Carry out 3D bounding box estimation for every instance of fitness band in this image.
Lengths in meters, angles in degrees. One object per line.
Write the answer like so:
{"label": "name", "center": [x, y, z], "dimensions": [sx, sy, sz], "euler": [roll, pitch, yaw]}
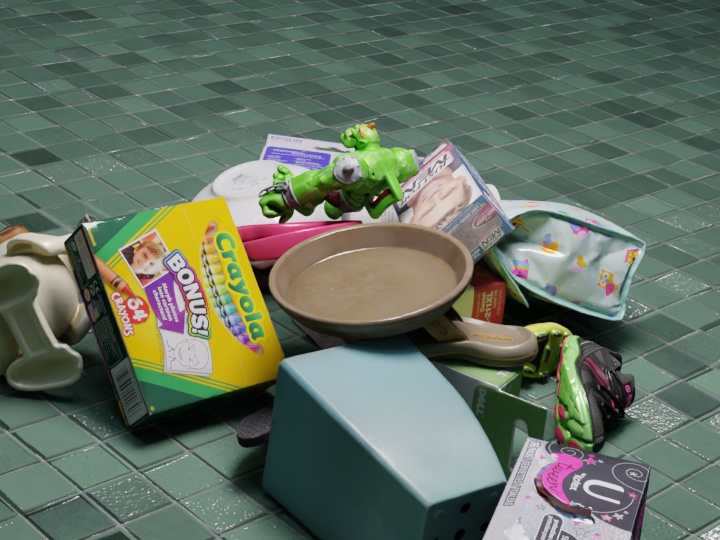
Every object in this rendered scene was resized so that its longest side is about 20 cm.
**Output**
{"label": "fitness band", "center": [-0.070, -0.033, 1.641], "dimensions": [0.141, 0.038, 0.200], "euler": [-2, 4, 10]}

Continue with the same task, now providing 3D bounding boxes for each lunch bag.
{"label": "lunch bag", "center": [0.204, -0.023, 1.759], "dimensions": [0.197, 0.124, 0.170], "euler": [14, 6, -17]}

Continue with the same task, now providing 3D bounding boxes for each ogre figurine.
{"label": "ogre figurine", "center": [-0.010, -0.098, 1.654], "dimensions": [0.119, 0.099, 0.199], "euler": [-22, -25, 37]}

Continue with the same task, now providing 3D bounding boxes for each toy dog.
{"label": "toy dog", "center": [-0.350, 0.034, 1.567], "dimensions": [0.192, 0.140, 0.201], "euler": [-26, 20, 17]}

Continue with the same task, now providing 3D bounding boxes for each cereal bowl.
{"label": "cereal bowl", "center": [-0.125, -0.075, 1.827], "dimensions": [0.197, 0.084, 0.201], "euler": [-10, 29, 5]}

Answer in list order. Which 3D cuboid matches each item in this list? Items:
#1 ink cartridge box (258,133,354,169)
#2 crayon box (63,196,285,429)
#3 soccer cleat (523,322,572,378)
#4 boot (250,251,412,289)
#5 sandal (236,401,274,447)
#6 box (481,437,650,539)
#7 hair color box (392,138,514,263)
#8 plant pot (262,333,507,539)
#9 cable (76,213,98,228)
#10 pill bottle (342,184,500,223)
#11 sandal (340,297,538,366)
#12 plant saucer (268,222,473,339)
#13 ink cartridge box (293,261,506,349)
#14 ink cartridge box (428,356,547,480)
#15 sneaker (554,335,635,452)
{"label": "ink cartridge box", "center": [-0.044, -0.124, 2.064], "dimensions": [0.195, 0.044, 0.201], "euler": [8, 27, 1]}
{"label": "crayon box", "center": [-0.183, 0.039, 1.514], "dimensions": [0.171, 0.202, 0.058], "euler": [-14, -13, -38]}
{"label": "soccer cleat", "center": [0.147, 0.086, 1.640], "dimensions": [0.198, 0.066, 0.083], "euler": [-11, 28, -34]}
{"label": "boot", "center": [0.000, 0.000, 1.580], "dimensions": [0.198, 0.073, 0.165], "euler": [-14, 22, -37]}
{"label": "sandal", "center": [-0.060, 0.147, 1.465], "dimensions": [0.074, 0.046, 0.200], "euler": [-11, 4, 18]}
{"label": "box", "center": [0.160, 0.245, 1.213], "dimensions": [0.113, 0.134, 0.200], "euler": [11, 25, 14]}
{"label": "hair color box", "center": [0.098, -0.069, 1.698], "dimensions": [0.061, 0.100, 0.200], "euler": [45, 9, -22]}
{"label": "plant pot", "center": [0.030, 0.176, 1.331], "dimensions": [0.140, 0.143, 0.200], "euler": [-11, 35, -34]}
{"label": "cable", "center": [-0.218, 0.008, 1.617], "dimensions": [0.050, 0.201, 0.097], "euler": [-35, 9, 12]}
{"label": "pill bottle", "center": [0.070, -0.065, 1.884], "dimensions": [0.197, 0.116, 0.115], "euler": [1, 25, -14]}
{"label": "sandal", "center": [0.076, 0.052, 1.451], "dimensions": [0.197, 0.055, 0.081], "euler": [5, 25, -5]}
{"label": "plant saucer", "center": [0.011, 0.010, 1.445], "dimensions": [0.197, 0.030, 0.201], "euler": [-5, 29, 2]}
{"label": "ink cartridge box", "center": [0.042, 0.033, 1.700], "dimensions": [0.198, 0.084, 0.146], "euler": [-8, 29, -30]}
{"label": "ink cartridge box", "center": [0.101, 0.133, 1.476], "dimensions": [0.198, 0.105, 0.059], "euler": [20, 28, 27]}
{"label": "sneaker", "center": [0.246, 0.125, 1.566], "dimensions": [0.083, 0.078, 0.201], "euler": [8, 27, 6]}
